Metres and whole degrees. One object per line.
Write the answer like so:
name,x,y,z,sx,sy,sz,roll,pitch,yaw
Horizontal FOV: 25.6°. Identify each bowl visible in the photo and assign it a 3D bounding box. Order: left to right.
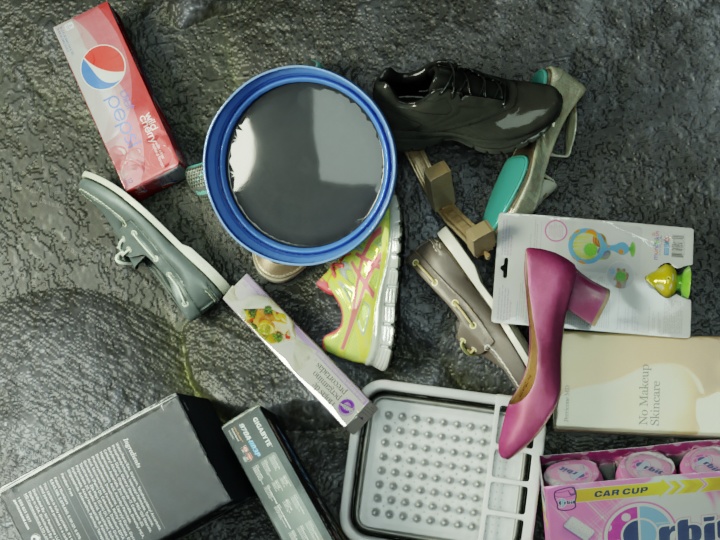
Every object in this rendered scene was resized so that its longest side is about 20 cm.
bowl,-0.060,-0.106,1.611,0.199,0.039,0.203,1,96,10

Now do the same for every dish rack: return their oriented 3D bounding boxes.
dish rack,0.085,0.207,1.634,0.198,0.044,0.173,7,84,5

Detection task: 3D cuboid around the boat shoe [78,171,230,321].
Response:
boat shoe,-0.230,-0.026,1.676,0.200,0.073,0.062,40,83,3

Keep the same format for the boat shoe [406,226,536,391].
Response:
boat shoe,0.121,0.051,1.640,0.059,0.072,0.201,-34,77,5

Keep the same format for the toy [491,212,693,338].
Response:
toy,0.236,0.009,1.616,0.198,0.047,0.116,4,74,6

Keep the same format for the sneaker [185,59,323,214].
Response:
sneaker,-0.114,-0.149,1.684,0.091,0.078,0.201,33,85,12

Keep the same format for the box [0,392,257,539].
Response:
box,-0.224,0.221,1.577,0.196,0.200,0.125,-30,83,0

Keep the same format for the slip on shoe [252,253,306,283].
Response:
slip on shoe,-0.050,-0.079,1.673,0.076,0.061,0.201,36,86,8

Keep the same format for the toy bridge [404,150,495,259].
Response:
toy bridge,0.084,-0.086,1.654,0.027,0.067,0.201,-27,60,-8

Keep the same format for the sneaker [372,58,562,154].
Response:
sneaker,0.105,-0.171,1.608,0.198,0.091,0.076,-4,51,4

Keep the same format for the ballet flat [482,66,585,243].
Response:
ballet flat,0.187,-0.115,1.661,0.062,0.067,0.201,21,86,-18

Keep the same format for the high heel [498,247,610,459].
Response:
high heel,0.161,0.081,1.552,0.095,0.067,0.201,28,95,-10

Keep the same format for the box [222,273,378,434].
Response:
box,-0.064,0.085,1.641,0.039,0.041,0.200,-45,69,-1

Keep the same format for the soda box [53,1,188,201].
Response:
soda box,-0.255,-0.180,1.702,0.070,0.063,0.201,-26,81,1

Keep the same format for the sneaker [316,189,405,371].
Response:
sneaker,0.000,0.000,1.650,0.089,0.078,0.202,5,83,5

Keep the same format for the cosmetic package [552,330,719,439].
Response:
cosmetic package,0.296,0.117,1.614,0.198,0.071,0.106,1,82,4

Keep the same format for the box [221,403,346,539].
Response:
box,-0.064,0.235,1.583,0.046,0.159,0.201,-30,80,-1

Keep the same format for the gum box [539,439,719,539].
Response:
gum box,0.282,0.240,1.579,0.198,0.066,0.114,-5,112,3
